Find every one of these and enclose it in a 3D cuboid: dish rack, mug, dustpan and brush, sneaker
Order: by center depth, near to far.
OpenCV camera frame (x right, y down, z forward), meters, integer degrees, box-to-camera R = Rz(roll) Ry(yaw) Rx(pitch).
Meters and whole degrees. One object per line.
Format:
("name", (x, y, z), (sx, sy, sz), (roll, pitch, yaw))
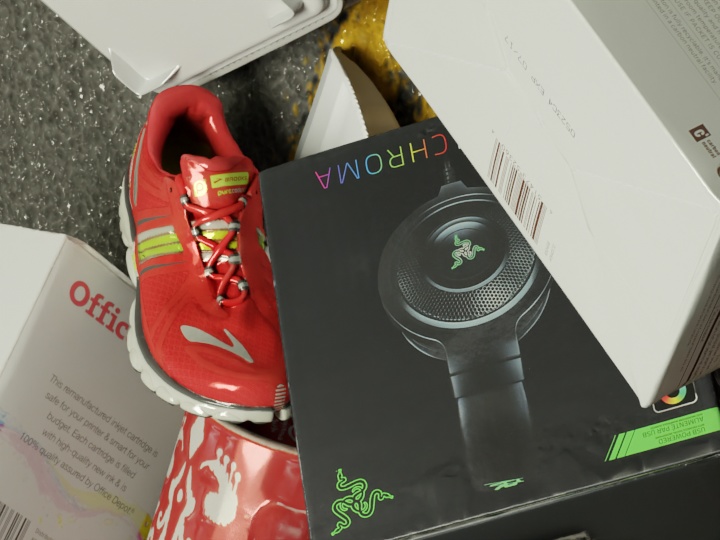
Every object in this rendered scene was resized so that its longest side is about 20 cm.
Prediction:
("dustpan and brush", (0.000, 0.000, 1.286), (0.200, 0.057, 0.140), (44, 125, 40))
("sneaker", (-0.073, -0.012, 1.293), (0.201, 0.076, 0.085), (-113, 28, -44))
("dish rack", (-0.102, -0.152, 1.305), (0.172, 0.044, 0.200), (42, 148, -19))
("mug", (-0.039, 0.169, 1.309), (0.177, 0.133, 0.201), (36, 116, 54))

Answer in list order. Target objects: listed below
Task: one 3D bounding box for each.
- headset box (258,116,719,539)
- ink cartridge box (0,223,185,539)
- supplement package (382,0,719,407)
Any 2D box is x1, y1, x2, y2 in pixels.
("headset box", (0.061, 0.040, 1.143), (0.173, 0.093, 0.201), (-15, 58, 11))
("ink cartridge box", (-0.167, 0.098, 1.363), (0.085, 0.148, 0.201), (8, 66, 41))
("supplement package", (0.147, -0.095, 1.038), (0.192, 0.199, 0.147), (56, 158, 22))
